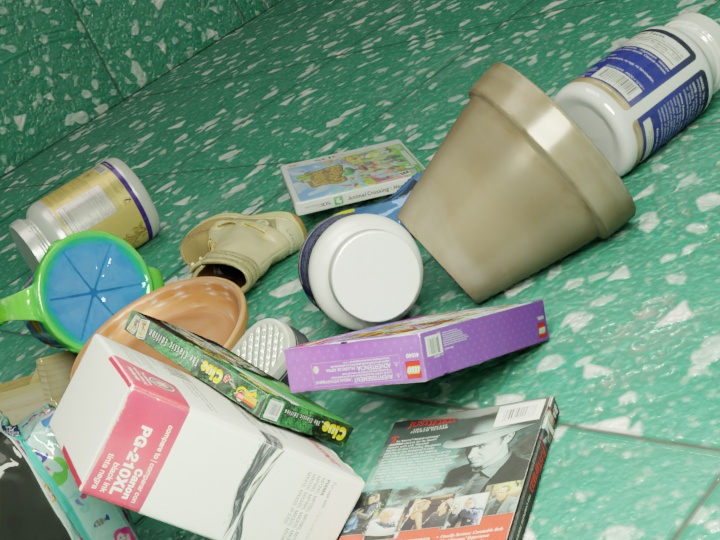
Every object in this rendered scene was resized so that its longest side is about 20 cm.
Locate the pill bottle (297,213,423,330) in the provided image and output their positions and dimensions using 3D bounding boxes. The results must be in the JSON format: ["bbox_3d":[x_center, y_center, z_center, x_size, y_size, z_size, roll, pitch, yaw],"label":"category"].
[{"bbox_3d":[0.000,0.000,1.083,0.110,0.112,0.200,-28,6,-6],"label":"pill bottle"}]

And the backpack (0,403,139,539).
[{"bbox_3d":[-0.281,0.201,0.923,0.150,0.179,0.200,-33,12,-26],"label":"backpack"}]

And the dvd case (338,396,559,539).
[{"bbox_3d":[0.060,0.169,0.813,0.145,0.022,0.200,-15,26,28],"label":"dvd case"}]

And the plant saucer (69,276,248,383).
[{"bbox_3d":[-0.202,0.083,1.141,0.198,0.038,0.201,-18,31,12],"label":"plant saucer"}]

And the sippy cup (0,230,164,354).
[{"bbox_3d":[-0.321,0.033,1.261,0.130,0.177,0.141,-15,51,55],"label":"sippy cup"}]

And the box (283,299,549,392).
[{"bbox_3d":[0.051,0.062,0.928,0.136,0.040,0.199,-9,1,38],"label":"box"}]

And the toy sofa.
[{"bbox_3d":[-0.408,0.162,1.308,0.198,0.099,0.083,-17,-1,24],"label":"toy sofa"}]

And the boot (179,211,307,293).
[{"bbox_3d":[-0.184,-0.011,1.429,0.198,0.073,0.155,-4,26,32],"label":"boot"}]

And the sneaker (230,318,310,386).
[{"bbox_3d":[-0.120,0.131,1.042,0.200,0.079,0.079,-40,60,12],"label":"sneaker"}]

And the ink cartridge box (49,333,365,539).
[{"bbox_3d":[-0.117,0.138,0.835,0.085,0.199,0.145,-63,26,-1],"label":"ink cartridge box"}]

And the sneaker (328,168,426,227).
[{"bbox_3d":[0.047,-0.055,1.290,0.199,0.066,0.079,-25,33,7],"label":"sneaker"}]

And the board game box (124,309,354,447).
[{"bbox_3d":[-0.104,0.087,0.921,0.199,0.105,0.024,24,85,45],"label":"board game box"}]

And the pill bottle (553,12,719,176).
[{"bbox_3d":[0.314,-0.197,1.223,0.199,0.116,0.115,-36,23,-23],"label":"pill bottle"}]

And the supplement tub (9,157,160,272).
[{"bbox_3d":[-0.433,-0.069,1.749,0.199,0.146,0.145,-36,23,-21],"label":"supplement tub"}]

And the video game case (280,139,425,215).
[{"bbox_3d":[-0.012,-0.131,1.518,0.180,0.022,0.200,-14,21,-5],"label":"video game case"}]

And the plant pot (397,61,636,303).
[{"bbox_3d":[0.136,-0.068,1.077,0.173,0.200,0.200,-43,21,4],"label":"plant pot"}]

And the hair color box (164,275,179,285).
[{"bbox_3d":[-0.230,0.083,1.285,0.110,0.064,0.200,-31,23,-7],"label":"hair color box"}]
